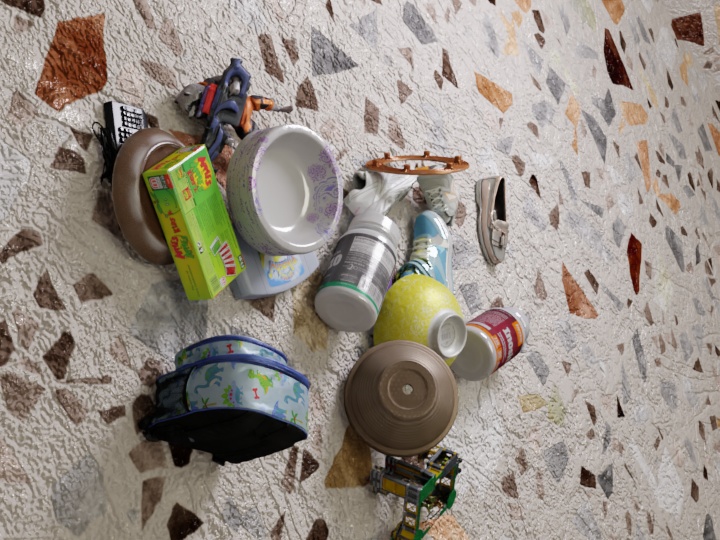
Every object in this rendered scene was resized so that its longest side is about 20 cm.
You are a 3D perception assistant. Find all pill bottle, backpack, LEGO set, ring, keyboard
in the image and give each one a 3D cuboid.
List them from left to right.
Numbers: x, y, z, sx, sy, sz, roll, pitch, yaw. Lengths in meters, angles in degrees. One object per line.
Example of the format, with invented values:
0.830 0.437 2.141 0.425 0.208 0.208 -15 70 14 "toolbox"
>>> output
-0.330 -0.150 1.428 0.104 0.039 0.202 2 75 -52 "keyboard"
-0.172 0.175 1.372 0.182 0.199 0.148 29 55 -41 "backpack"
0.000 0.000 1.725 0.113 0.112 0.201 48 44 -29 "pill bottle"
0.084 0.378 1.722 0.200 0.115 0.155 -41 138 -46 "LEGO set"
0.109 -0.207 1.876 0.200 0.199 0.019 -23 117 -52 "ring"
0.265 0.141 2.004 0.199 0.112 0.114 -25 96 -52 "pill bottle"

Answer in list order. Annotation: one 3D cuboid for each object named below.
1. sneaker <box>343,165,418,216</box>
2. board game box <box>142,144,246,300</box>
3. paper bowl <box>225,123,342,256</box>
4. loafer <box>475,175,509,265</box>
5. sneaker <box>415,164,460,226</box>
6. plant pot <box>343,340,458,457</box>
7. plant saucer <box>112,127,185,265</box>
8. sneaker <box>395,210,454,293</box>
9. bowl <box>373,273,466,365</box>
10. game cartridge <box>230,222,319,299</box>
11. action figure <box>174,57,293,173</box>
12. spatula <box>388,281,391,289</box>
0.037 -0.162 1.856 0.099 0.078 0.200 42 41 2 "sneaker"
-0.239 -0.069 1.435 0.102 0.047 0.202 -49 129 -53 "board game box"
-0.129 -0.123 1.546 0.200 0.104 0.203 4 85 -48 "paper bowl"
0.300 -0.115 2.184 0.072 0.062 0.202 11 68 -50 "loafer"
0.161 -0.145 1.974 0.200 0.075 0.093 39 48 -63 "sneaker"
0.074 0.209 1.667 0.199 0.093 0.203 2 71 -7 "plant pot"
-0.284 -0.109 1.440 0.200 0.032 0.202 11 78 -60 "plant saucer"
0.118 -0.025 1.912 0.130 0.079 0.202 6 71 -52 "sneaker"
0.129 0.112 1.799 0.199 0.107 0.202 -6 99 -41 "bowl"
-0.147 -0.029 1.617 0.199 0.040 0.135 -26 101 -52 "game cartridge"
-0.217 -0.231 1.587 0.193 0.104 0.202 27 86 -36 "action figure"
0.033 -0.051 1.856 0.056 0.020 0.202 16 59 -38 "spatula"
